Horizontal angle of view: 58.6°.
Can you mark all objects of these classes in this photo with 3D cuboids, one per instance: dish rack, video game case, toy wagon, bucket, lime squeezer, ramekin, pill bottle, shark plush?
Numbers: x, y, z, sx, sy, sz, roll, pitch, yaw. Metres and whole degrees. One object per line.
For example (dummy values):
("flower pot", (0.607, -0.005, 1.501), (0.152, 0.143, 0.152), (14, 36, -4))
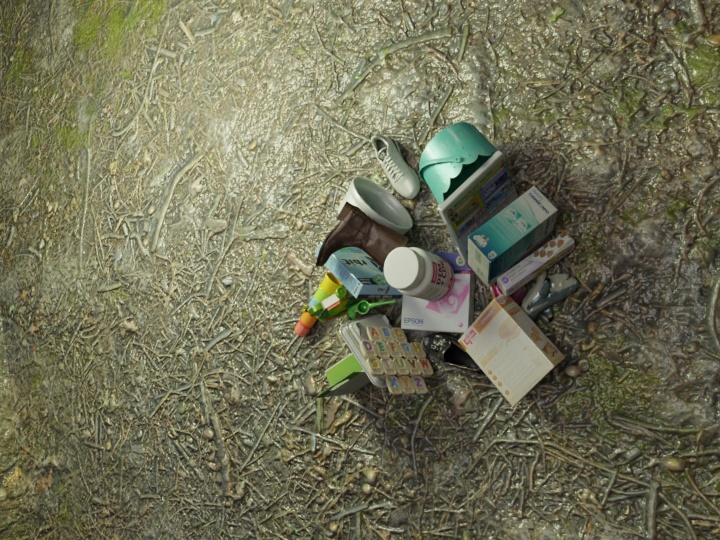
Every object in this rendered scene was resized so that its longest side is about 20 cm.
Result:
("dish rack", (0.054, 0.194, 1.653), (0.202, 0.169, 0.044), (55, 130, 23))
("video game case", (0.284, -0.147, 1.504), (0.199, 0.183, 0.022), (-42, 42, -8))
("toy wagon", (-0.067, 0.092, 1.723), (0.040, 0.196, 0.156), (61, 145, 17))
("bucket", (0.247, -0.246, 1.566), (0.207, 0.205, 0.136), (-45, 56, 20))
("lime squeezer", (0.009, 0.109, 1.707), (0.199, 0.069, 0.039), (-32, 38, 49))
("ramekin", (0.034, -0.143, 1.693), (0.098, 0.198, 0.202), (-50, 63, 24))
("pill bottle", (0.142, 0.008, 1.556), (0.110, 0.198, 0.117), (-5, 80, 30))
("shark plush", (0.422, 0.090, 1.498), (0.082, 0.091, 0.203), (31, 98, -1))

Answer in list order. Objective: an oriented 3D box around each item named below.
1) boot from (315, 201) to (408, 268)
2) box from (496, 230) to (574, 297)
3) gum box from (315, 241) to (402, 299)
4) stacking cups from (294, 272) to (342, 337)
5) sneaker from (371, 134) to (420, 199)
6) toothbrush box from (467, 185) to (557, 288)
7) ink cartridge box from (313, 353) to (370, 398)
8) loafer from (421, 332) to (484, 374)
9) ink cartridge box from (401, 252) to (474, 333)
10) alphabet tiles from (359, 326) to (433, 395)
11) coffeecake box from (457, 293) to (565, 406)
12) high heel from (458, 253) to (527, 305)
("boot", (0.005, -0.043, 1.590), (0.197, 0.064, 0.189), (31, 106, -1))
("box", (0.406, -0.015, 1.485), (0.197, 0.042, 0.039), (-34, 58, -2))
("gum box", (0.000, 0.000, 1.689), (0.200, 0.167, 0.045), (45, 118, 37))
("stacking cups", (-0.122, 0.104, 1.849), (0.060, 0.060, 0.203), (42, 112, 28))
("sneaker", (0.090, -0.278, 1.736), (0.076, 0.080, 0.203), (-38, 68, 21))
("toothbrush box", (0.345, -0.074, 1.472), (0.198, 0.147, 0.086), (-37, 65, -8))
("ink cartridge box", (-0.031, 0.264, 1.683), (0.146, 0.198, 0.077), (-35, 68, 23))
("loafer", (0.232, 0.205, 1.603), (0.196, 0.062, 0.074), (19, 96, 32))
("ink cartridge box", (0.199, 0.055, 1.655), (0.191, 0.043, 0.207), (0, 86, 33))
("alphabet tiles", (0.092, 0.221, 1.607), (0.015, 0.195, 0.199), (-54, 43, 37))
("coffeecake box", (0.347, 0.182, 1.495), (0.201, 0.072, 0.155), (50, 127, 19))
("high heel", (0.304, 0.033, 1.568), (0.198, 0.067, 0.097), (36, 93, 11))
